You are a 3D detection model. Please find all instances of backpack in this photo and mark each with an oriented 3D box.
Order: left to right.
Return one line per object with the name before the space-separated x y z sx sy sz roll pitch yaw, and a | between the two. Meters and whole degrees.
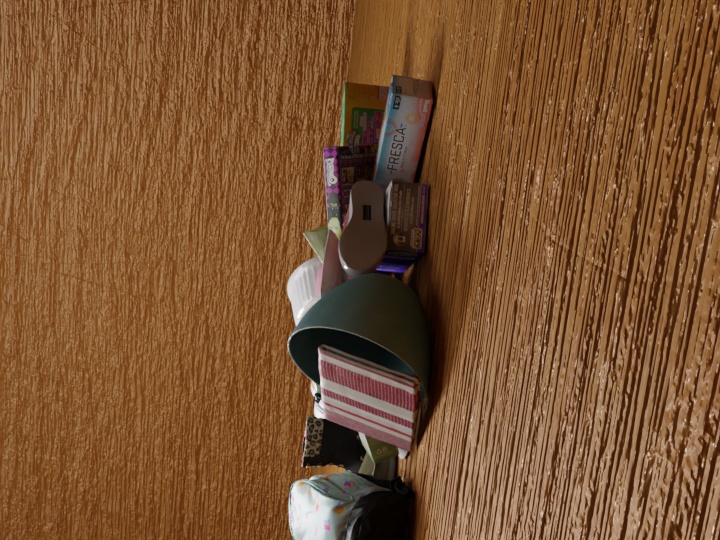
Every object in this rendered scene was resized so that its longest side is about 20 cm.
backpack | -0.020 0.373 1.200 0.199 0.126 0.168 11 92 58

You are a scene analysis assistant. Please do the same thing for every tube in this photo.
tube | -0.030 -0.062 1.425 0.200 0.058 0.052 -34 -39 -56

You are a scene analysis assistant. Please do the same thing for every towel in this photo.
towel | 0.011 0.176 1.103 0.201 0.143 0.023 89 -157 -54

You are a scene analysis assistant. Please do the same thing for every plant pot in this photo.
plant pot | 0.016 0.085 1.116 0.201 0.199 0.135 104 -171 -57

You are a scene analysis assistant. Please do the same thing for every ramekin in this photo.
ramekin | -0.046 0.065 1.625 0.201 0.199 0.098 101 164 -48

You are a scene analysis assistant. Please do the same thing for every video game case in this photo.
video game case | 0.005 -0.129 1.404 0.200 0.036 0.183 -19 -71 -58

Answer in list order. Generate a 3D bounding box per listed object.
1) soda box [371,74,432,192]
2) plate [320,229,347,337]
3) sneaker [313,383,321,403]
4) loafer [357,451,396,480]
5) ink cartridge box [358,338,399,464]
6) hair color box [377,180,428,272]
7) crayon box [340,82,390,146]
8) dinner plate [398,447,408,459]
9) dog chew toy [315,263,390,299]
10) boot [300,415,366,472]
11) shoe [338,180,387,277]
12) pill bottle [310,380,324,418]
soda box | 0.065 -0.210 1.304 0.064 0.068 0.201 -87 7 -50
plate | -0.040 0.065 1.273 0.200 0.032 0.201 -85 -5 -60
sneaker | -0.031 0.160 1.387 0.074 0.117 0.202 -80 -3 -57
loafer | 0.021 0.346 1.325 0.075 0.069 0.201 102 170 -53
ink cartridge box | 0.001 0.188 1.264 0.146 0.048 0.202 180 71 -83
hair color box | 0.060 -0.066 1.301 0.200 0.064 0.110 119 155 -80
crayon box | 0.022 -0.267 1.558 0.058 0.118 0.201 106 168 -61
dinner plate | 0.063 0.195 1.269 0.200 0.024 0.202 -176 90 -85
dog chew toy | 0.000 0.000 1.494 0.200 0.124 0.125 -49 -26 -51
boot | -0.032 0.346 1.447 0.073 0.149 0.202 -98 14 -65
shoe | 0.003 -0.042 1.232 0.201 0.071 0.091 -85 2 -45
pill bottle | -0.034 0.187 1.509 0.112 0.111 0.202 -99 16 -66
